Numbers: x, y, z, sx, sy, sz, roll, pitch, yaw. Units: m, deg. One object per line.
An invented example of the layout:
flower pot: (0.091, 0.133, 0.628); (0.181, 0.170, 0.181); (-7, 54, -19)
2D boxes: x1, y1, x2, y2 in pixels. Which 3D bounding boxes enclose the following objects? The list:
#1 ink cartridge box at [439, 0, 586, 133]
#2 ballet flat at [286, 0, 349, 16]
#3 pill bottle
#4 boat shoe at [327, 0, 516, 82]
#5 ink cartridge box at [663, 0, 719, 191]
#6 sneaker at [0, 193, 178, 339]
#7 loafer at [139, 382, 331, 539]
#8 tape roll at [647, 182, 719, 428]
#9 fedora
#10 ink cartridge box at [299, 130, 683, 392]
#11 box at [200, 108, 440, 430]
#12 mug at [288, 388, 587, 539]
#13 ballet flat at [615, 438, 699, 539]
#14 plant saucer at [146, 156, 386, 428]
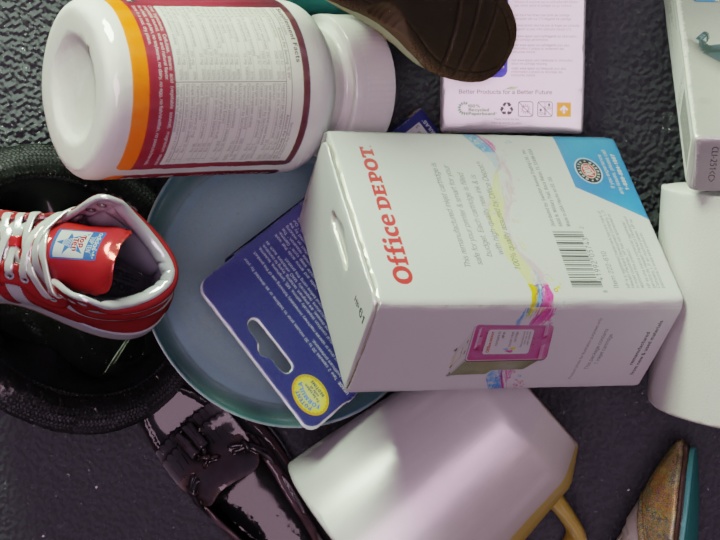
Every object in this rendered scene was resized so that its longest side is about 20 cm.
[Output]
ink cartridge box: (0.100, -0.190, 1.227); (0.094, 0.037, 0.201); (1, 99, 3)
ballet flat: (-0.062, -0.205, 1.190); (0.200, 0.069, 0.070); (16, 99, -40)
pill bottle: (-0.086, -0.113, 1.155); (0.199, 0.109, 0.110); (-4, 97, -32)
boat shoe: (0.017, -0.178, 1.152); (0.200, 0.076, 0.072); (28, 91, -45)
ink cartridge box: (0.282, -0.125, 1.152); (0.176, 0.200, 0.045); (2, 133, 2)
sneaker: (-0.203, -0.011, 1.104); (0.199, 0.112, 0.071); (12, 74, -15)
loafer: (-0.074, 0.147, 1.257); (0.072, 0.063, 0.200); (-43, 93, 6)
tape roll: (0.282, 0.020, 1.158); (0.202, 0.203, 0.140); (4, 97, 2)
fedora: (-0.204, 0.017, 1.223); (0.200, 0.092, 0.201); (6, 77, -27)
ink cartridge box: (0.075, -0.007, 1.149); (0.199, 0.145, 0.085); (1, 138, -20)
box: (0.000, 0.000, 1.211); (0.200, 0.032, 0.121); (-39, 93, -23)
mug: (0.063, 0.138, 1.227); (0.153, 0.187, 0.149); (-42, 64, 2)
ballet flat: (0.198, 0.214, 1.255); (0.070, 0.071, 0.201); (-4, 96, 3)
plant saucer: (-0.049, 0.004, 1.225); (0.199, 0.027, 0.201); (3, 79, -18)
